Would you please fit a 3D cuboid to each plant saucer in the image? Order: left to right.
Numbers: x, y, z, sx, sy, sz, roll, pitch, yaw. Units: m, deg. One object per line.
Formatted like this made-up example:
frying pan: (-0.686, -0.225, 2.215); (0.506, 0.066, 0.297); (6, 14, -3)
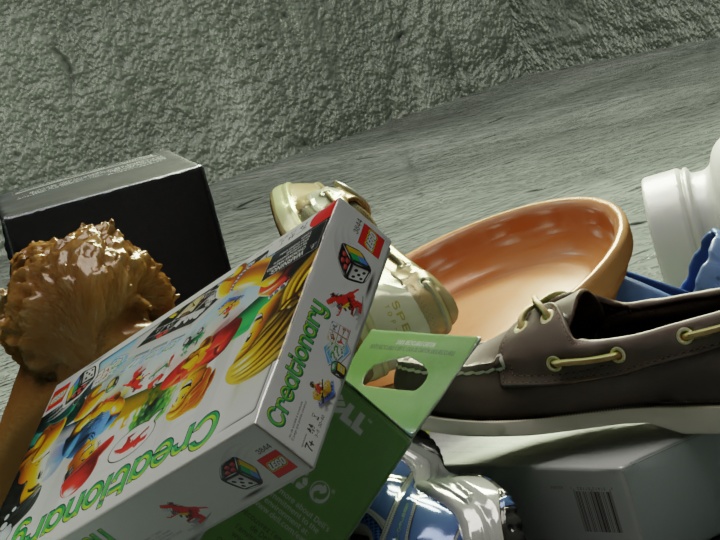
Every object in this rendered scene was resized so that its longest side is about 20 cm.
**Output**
plant saucer: (0.054, 0.027, 1.336); (0.200, 0.038, 0.200); (-25, 16, 8)

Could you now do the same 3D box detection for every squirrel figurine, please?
squirrel figurine: (-0.101, 0.067, 1.258); (0.141, 0.201, 0.187); (-24, -8, 14)

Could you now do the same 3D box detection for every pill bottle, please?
pill bottle: (0.277, -0.041, 1.559); (0.199, 0.111, 0.111); (-14, 7, 11)

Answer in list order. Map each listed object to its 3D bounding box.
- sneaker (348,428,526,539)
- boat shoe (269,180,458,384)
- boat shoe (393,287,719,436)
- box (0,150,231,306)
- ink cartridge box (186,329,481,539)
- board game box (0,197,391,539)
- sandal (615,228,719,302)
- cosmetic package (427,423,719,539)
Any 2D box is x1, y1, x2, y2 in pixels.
sneaker: (0.005, 0.113, 1.115); (0.077, 0.076, 0.200); (-13, 5, -17)
boat shoe: (-0.001, -0.002, 1.323); (0.063, 0.073, 0.201); (-22, 20, -3)
boat shoe: (0.102, 0.036, 1.110); (0.199, 0.060, 0.072); (-3, 14, 29)
box: (-0.128, 0.043, 1.467); (0.117, 0.197, 0.200); (-16, 7, -7)
ink cartridge box: (-0.045, 0.090, 1.076); (0.200, 0.059, 0.104); (-56, 21, -16)
board game box: (-0.076, 0.063, 1.050); (0.200, 0.035, 0.126); (-33, 26, 39)
sandal: (0.142, 0.037, 1.372); (0.199, 0.087, 0.079); (-18, 9, 0)
cosmetic package: (0.115, 0.087, 1.182); (0.150, 0.052, 0.200); (-23, 10, -33)
